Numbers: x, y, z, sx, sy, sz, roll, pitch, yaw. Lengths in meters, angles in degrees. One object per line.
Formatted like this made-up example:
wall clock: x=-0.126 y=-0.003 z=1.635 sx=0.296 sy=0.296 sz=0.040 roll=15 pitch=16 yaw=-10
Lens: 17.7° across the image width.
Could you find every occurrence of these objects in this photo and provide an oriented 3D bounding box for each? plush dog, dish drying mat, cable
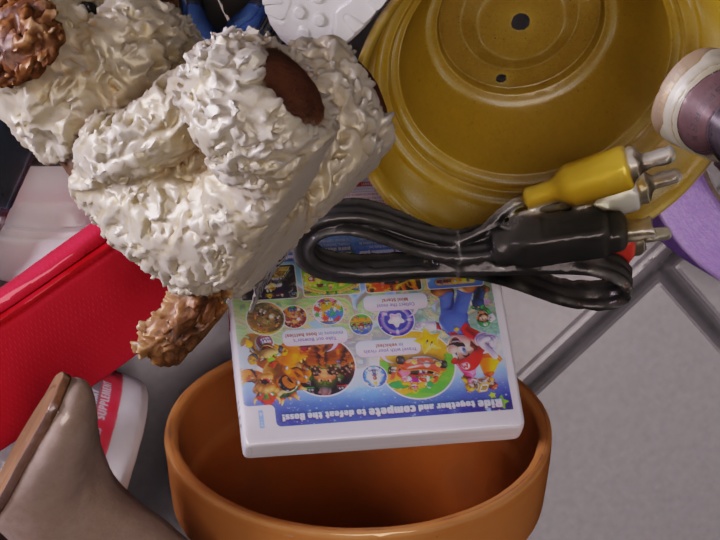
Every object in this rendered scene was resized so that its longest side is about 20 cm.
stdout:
plush dog: x=-0.100 y=-0.068 z=1.051 sx=0.172 sy=0.200 sz=0.161 roll=42 pitch=103 yaw=8
dish drying mat: x=-0.116 y=0.008 z=1.141 sx=0.200 sy=0.018 sz=0.077 roll=-37 pitch=131 yaw=-14
cable: x=0.065 y=-0.017 z=1.179 sx=0.199 sy=0.050 sz=0.097 roll=-4 pitch=140 yaw=3

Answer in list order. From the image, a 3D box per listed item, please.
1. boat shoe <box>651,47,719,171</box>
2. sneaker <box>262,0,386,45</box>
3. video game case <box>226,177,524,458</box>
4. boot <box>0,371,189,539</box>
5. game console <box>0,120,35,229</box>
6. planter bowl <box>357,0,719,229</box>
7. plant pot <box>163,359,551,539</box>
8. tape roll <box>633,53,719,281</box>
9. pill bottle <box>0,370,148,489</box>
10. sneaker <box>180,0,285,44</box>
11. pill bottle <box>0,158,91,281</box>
boat shoe: x=0.233 y=-0.058 z=1.170 sx=0.200 sy=0.065 sz=0.072 roll=17 pitch=114 yaw=-39
sneaker: x=0.008 y=-0.201 z=1.139 sx=0.076 sy=0.081 sz=0.200 roll=20 pitch=95 yaw=5
video game case: x=0.000 y=0.000 z=1.206 sx=0.143 sy=0.018 sz=0.200 roll=-3 pitch=60 yaw=-8
boot: x=-0.111 y=0.134 z=1.111 sx=0.146 sy=0.200 sz=0.070 roll=30 pitch=55 yaw=-5
game console: x=-0.280 y=-0.044 z=1.110 sx=0.200 sy=0.119 sz=0.173 roll=33 pitch=67 yaw=3
planter bowl: x=0.089 y=-0.110 z=1.184 sx=0.200 sy=0.084 sz=0.201 roll=-4 pitch=125 yaw=-6
plant pot: x=-0.001 y=0.140 z=1.218 sx=0.199 sy=0.200 sz=0.140 roll=-4 pitch=118 yaw=-8
tape roll: x=0.240 y=-0.085 z=1.267 sx=0.199 sy=0.066 sz=0.201 roll=-1 pitch=99 yaw=-8
pill bottle: x=-0.220 y=0.080 z=1.203 sx=0.200 sy=0.111 sz=0.111 roll=18 pitch=97 yaw=-11
sneaker: x=-0.056 y=-0.199 z=1.151 sx=0.077 sy=0.085 sz=0.201 roll=5 pitch=105 yaw=13
pill bottle: x=-0.148 y=-0.099 z=1.179 sx=0.116 sy=0.116 sz=0.201 roll=-4 pitch=101 yaw=-8
